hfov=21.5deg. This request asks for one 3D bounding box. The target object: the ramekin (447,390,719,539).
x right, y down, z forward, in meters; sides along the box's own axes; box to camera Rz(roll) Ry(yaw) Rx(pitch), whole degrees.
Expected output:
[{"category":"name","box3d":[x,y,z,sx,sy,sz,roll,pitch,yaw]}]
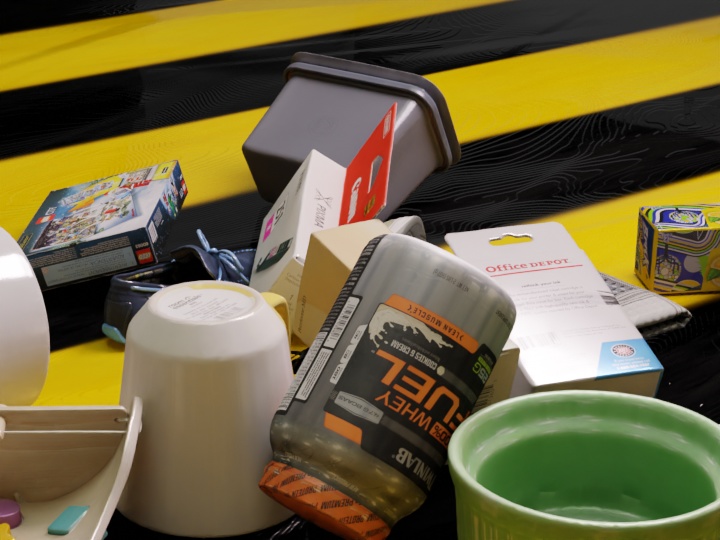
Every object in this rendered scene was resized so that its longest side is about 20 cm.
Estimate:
[{"category":"ramekin","box3d":[0.157,0.166,1.279,0.200,0.098,0.200,0,21,0]}]

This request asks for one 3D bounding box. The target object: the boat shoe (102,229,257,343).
[{"category":"boat shoe","box3d":[-0.144,0.010,1.700,0.084,0.069,0.200,15,25,31]}]

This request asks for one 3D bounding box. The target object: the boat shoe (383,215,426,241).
[{"category":"boat shoe","box3d":[0.000,-0.002,1.739,0.065,0.074,0.202,-2,19,24]}]

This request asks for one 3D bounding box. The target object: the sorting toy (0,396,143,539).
[{"category":"sorting toy","box3d":[-0.248,0.171,1.265,0.200,0.107,0.180,0,29,-3]}]

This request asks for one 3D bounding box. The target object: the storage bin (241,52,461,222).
[{"category":"storage bin","box3d":[-0.018,-0.121,1.978,0.200,0.146,0.134,17,54,34]}]

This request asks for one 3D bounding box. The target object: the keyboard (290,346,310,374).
[{"category":"keyboard","box3d":[0.000,0.084,1.585,0.104,0.040,0.200,30,32,16]}]

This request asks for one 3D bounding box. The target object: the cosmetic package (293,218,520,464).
[{"category":"cosmetic package","box3d":[0.032,0.055,1.496,0.071,0.105,0.200,-11,36,-33]}]

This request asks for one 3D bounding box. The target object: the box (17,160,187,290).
[{"category":"box","box3d":[-0.247,-0.043,1.808,0.137,0.038,0.200,-14,19,9]}]

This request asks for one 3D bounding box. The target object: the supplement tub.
[{"category":"supplement tub","box3d":[0.016,0.086,1.328,0.123,0.200,0.123,26,-13,6]}]

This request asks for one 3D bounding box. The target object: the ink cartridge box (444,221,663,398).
[{"category":"ink cartridge box","box3d":[0.148,0.048,1.550,0.116,0.068,0.200,-6,40,-19]}]

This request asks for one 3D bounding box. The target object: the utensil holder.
[{"category":"utensil holder","box3d":[-0.363,0.056,1.452,0.200,0.170,0.170,-13,25,-38]}]

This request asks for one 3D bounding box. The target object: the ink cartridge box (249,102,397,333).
[{"category":"ink cartridge box","box3d":[-0.035,-0.050,1.665,0.044,0.174,0.200,29,29,-13]}]

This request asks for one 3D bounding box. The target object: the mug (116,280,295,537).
[{"category":"mug","box3d":[-0.114,0.086,1.398,0.149,0.153,0.187,-4,22,-9]}]

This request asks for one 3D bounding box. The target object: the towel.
[{"category":"towel","box3d":[0.161,0.031,1.707,0.200,0.035,0.193,-16,27,-35]}]

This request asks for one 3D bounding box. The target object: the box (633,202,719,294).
[{"category":"box","box3d":[0.366,-0.024,1.805,0.200,0.070,0.064,-3,24,-10]}]
